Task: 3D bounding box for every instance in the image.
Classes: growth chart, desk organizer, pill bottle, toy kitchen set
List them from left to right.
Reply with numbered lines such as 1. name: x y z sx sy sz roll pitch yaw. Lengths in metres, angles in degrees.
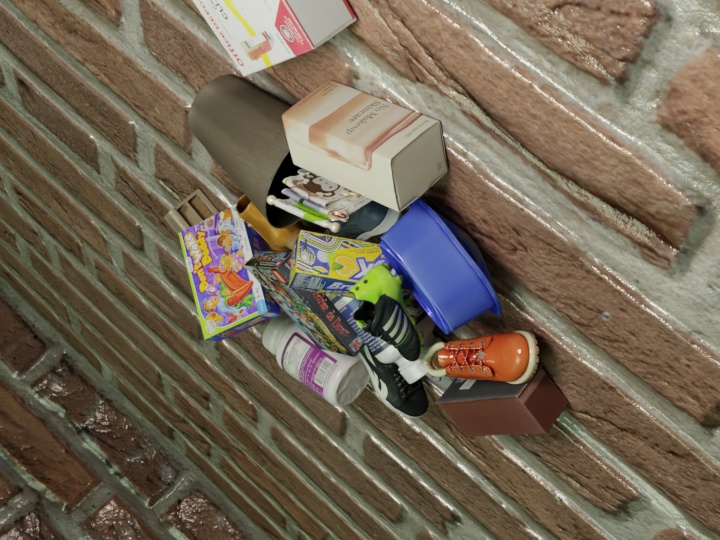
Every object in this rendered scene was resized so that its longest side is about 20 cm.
1. toy kitchen set: -0.277 -0.049 1.960 0.180 0.163 0.200 51 154 -6
2. pill bottle: -0.084 0.158 2.012 0.200 0.112 0.112 32 150 31
3. growth chart: -0.031 -0.117 1.461 0.145 0.200 0.018 20 130 29
4. pill bottle: 0.045 0.073 1.680 0.200 0.111 0.111 52 155 1
5. desk organizer: 0.212 0.199 1.642 0.077 0.072 0.200 52 150 -14

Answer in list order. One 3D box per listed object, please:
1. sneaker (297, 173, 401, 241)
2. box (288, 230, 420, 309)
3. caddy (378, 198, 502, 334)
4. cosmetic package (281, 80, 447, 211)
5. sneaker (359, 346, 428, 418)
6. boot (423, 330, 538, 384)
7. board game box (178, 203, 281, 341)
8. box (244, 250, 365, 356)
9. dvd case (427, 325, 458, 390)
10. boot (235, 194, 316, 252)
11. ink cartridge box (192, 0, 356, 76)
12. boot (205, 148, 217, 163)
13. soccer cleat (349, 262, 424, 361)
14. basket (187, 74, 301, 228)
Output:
1. sneaker: -0.049 -0.085 1.588 0.146 0.077 0.202 17 155 -23
2. box: 0.000 0.000 1.588 0.200 0.070 0.064 10 156 -11
3. caddy: 0.114 -0.008 1.484 0.200 0.105 0.141 53 175 4
4. cosmetic package: 0.004 -0.167 1.427 0.200 0.103 0.087 26 144 35
5. sneaker: 0.064 0.166 1.802 0.200 0.073 0.112 54 156 -11
6. boot: 0.172 0.128 1.562 0.200 0.107 0.075 -21 69 61
7. board game box: -0.224 0.004 1.852 0.045 0.134 0.200 16 -127 -60
8. box: -0.089 0.052 1.757 0.200 0.038 0.137 50 161 -20
9. dvd case: 0.099 0.120 1.786 0.200 0.016 0.149 35 151 25
10. boot: -0.137 -0.072 1.750 0.144 0.071 0.201 38 174 -8
11. ink cartridge box: -0.119 -0.343 1.391 0.200 0.083 0.145 -2 126 58
12. boot: -0.167 -0.181 1.707 0.200 0.075 0.097 42 158 -15
13. soccer cleat: 0.035 0.070 1.546 0.068 0.081 0.200 46 165 42
14. basket: -0.151 -0.190 1.604 0.200 0.136 0.180 40 129 26
